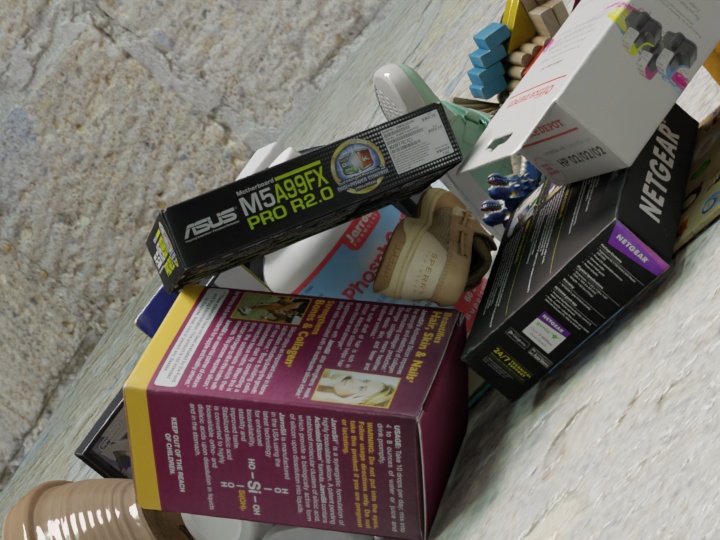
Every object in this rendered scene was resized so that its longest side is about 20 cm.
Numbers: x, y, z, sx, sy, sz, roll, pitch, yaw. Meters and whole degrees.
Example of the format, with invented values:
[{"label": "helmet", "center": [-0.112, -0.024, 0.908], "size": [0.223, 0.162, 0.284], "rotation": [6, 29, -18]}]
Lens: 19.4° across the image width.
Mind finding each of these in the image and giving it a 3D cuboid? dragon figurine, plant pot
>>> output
[{"label": "dragon figurine", "center": [0.161, -0.089, 1.555], "size": [0.200, 0.099, 0.059], "rotation": [-13, -15, -30]}, {"label": "plant pot", "center": [-0.159, 0.220, 1.545], "size": [0.093, 0.201, 0.201], "rotation": [-42, 11, 16]}]

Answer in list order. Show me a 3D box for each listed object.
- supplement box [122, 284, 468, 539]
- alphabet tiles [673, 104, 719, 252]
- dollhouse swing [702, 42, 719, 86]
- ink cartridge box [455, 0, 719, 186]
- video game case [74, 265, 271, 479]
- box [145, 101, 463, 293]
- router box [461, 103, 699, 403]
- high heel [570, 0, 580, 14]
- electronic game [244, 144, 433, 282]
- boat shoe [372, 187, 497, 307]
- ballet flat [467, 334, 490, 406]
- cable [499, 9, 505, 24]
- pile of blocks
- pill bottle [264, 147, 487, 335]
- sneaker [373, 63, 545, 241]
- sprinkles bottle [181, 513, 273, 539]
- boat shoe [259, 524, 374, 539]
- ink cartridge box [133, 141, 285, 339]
[{"label": "supplement box", "center": [-0.039, 0.091, 1.387], "size": [0.131, 0.200, 0.103], "rotation": [-62, -26, -55]}, {"label": "alphabet tiles", "center": [0.211, -0.053, 1.372], "size": [0.200, 0.006, 0.166], "rotation": [-44, 12, 40]}, {"label": "dollhouse swing", "center": [0.264, -0.272, 1.426], "size": [0.200, 0.176, 0.182], "rotation": [-44, 12, 37]}, {"label": "ink cartridge box", "center": [0.158, -0.124, 1.355], "size": [0.200, 0.068, 0.115], "rotation": [-53, 11, -14]}, {"label": "video game case", "center": [-0.098, 0.119, 1.667], "size": [0.200, 0.181, 0.025], "rotation": [-55, 20, -17]}, {"label": "box", "center": [-0.042, -0.047, 1.423], "size": [0.200, 0.044, 0.160], "rotation": [-22, -2, -10]}, {"label": "router box", "center": [0.146, -0.022, 1.378], "size": [0.149, 0.051, 0.200], "rotation": [-44, 12, 32]}, {"label": "high heel", "center": [0.196, -0.217, 1.866], "size": [0.096, 0.067, 0.200], "rotation": [-36, 18, 24]}, {"label": "electronic game", "center": [-0.020, -0.006, 1.717], "size": [0.200, 0.200, 0.042], "rotation": [-50, 19, 10]}, {"label": "boat shoe", "center": [0.059, -0.008, 1.464], "size": [0.200, 0.064, 0.071], "rotation": [-46, -25, -73]}, {"label": "ballet flat", "center": [0.026, 0.099, 1.503], "size": [0.200, 0.069, 0.069], "rotation": [-47, 10, 26]}, {"label": "cable", "center": [0.168, -0.191, 1.759], "size": [0.163, 0.051, 0.200], "rotation": [-35, 44, 32]}, {"label": "pile of blocks", "center": [0.122, -0.139, 1.692], "size": [0.062, 0.082, 0.200], "rotation": [-157, 72, -66]}, {"label": "pill bottle", "center": [0.000, 0.000, 1.588], "size": [0.109, 0.200, 0.109], "rotation": [-50, 9, 12]}, {"label": "sneaker", "center": [0.099, -0.118, 1.611], "size": [0.118, 0.200, 0.074], "rotation": [-46, 36, -2]}, {"label": "sprinkles bottle", "center": [-0.055, 0.140, 1.588], "size": [0.068, 0.068, 0.200], "rotation": [-45, -4, 38]}, {"label": "boat shoe", "center": [-0.041, 0.197, 1.456], "size": [0.057, 0.069, 0.200], "rotation": [-57, 9, -35]}, {"label": "ink cartridge box", "center": [-0.059, 0.027, 1.777], "size": [0.200, 0.200, 0.041], "rotation": [-56, 16, -25]}]
